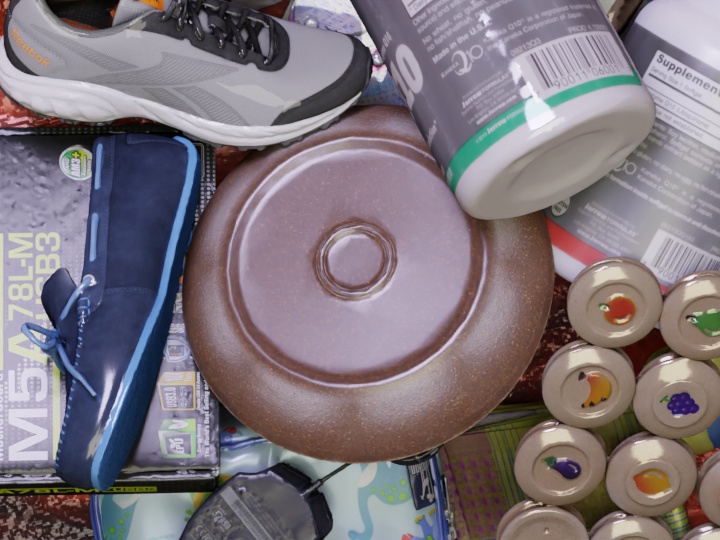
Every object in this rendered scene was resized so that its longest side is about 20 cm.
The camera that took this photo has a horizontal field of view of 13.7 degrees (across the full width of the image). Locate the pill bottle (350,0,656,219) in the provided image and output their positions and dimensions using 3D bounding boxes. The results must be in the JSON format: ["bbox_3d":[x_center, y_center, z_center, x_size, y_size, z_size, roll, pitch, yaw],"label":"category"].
[{"bbox_3d":[0.059,-0.136,1.543,0.113,0.113,0.200,-28,72,3],"label":"pill bottle"}]

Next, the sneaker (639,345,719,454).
[{"bbox_3d":[0.234,0.017,1.675,0.105,0.076,0.200,24,100,-26],"label":"sneaker"}]

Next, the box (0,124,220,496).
[{"bbox_3d":[-0.173,0.022,1.619,0.193,0.048,0.200,0,75,-5],"label":"box"}]

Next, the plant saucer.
[{"bbox_3d":[0.000,0.000,1.570,0.200,0.037,0.201,-4,70,10],"label":"plant saucer"}]

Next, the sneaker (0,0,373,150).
[{"bbox_3d":[-0.091,-0.117,1.576,0.200,0.074,0.079,5,136,-7],"label":"sneaker"}]

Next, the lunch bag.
[{"bbox_3d":[-0.046,0.154,1.676,0.200,0.082,0.161,-6,105,0],"label":"lunch bag"}]

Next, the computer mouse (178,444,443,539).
[{"bbox_3d":[-0.018,0.110,1.612,0.200,0.034,0.059,-37,84,1],"label":"computer mouse"}]

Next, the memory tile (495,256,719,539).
[{"bbox_3d":[0.162,0.089,1.589,0.153,0.017,0.200,10,117,-10],"label":"memory tile"}]

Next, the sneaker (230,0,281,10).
[{"bbox_3d":[-0.109,-0.215,1.595,0.200,0.081,0.075,39,99,-8],"label":"sneaker"}]

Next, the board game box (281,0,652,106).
[{"bbox_3d":[0.067,-0.136,1.647,0.200,0.026,0.200,25,100,-8],"label":"board game box"}]

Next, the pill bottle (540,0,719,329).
[{"bbox_3d":[0.180,-0.075,1.601,0.116,0.116,0.200,27,98,-8],"label":"pill bottle"}]

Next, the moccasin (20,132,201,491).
[{"bbox_3d":[-0.135,0.021,1.568,0.068,0.080,0.200,12,60,3],"label":"moccasin"}]

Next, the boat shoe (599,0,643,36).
[{"bbox_3d":[0.134,-0.184,1.596,0.076,0.072,0.200,38,97,3],"label":"boat shoe"}]

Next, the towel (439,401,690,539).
[{"bbox_3d":[0.126,0.164,1.685,0.143,0.023,0.200,-11,102,30],"label":"towel"}]
